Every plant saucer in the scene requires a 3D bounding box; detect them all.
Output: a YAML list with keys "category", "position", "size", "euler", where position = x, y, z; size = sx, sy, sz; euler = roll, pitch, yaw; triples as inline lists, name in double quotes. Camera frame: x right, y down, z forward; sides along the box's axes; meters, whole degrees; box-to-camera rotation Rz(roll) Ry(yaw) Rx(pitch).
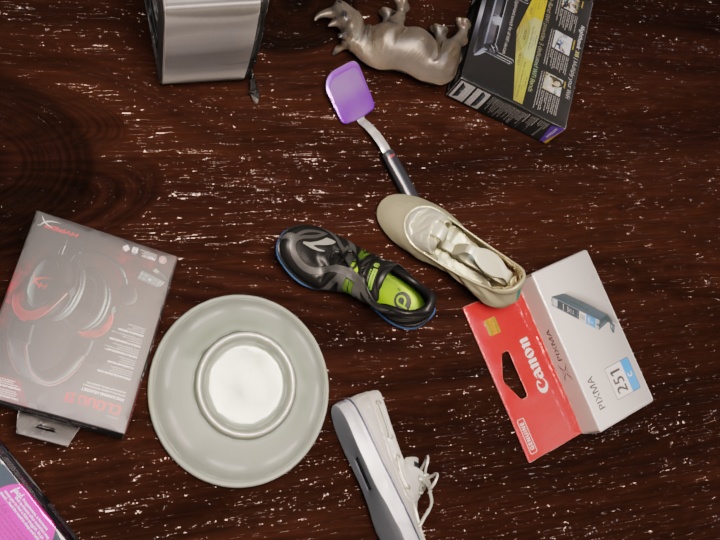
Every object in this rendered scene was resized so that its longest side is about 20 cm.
- category: "plant saucer"
  position: [-0.122, 0.122, 0.851]
  size: [0.195, 0.050, 0.206]
  euler: [5, 75, -18]

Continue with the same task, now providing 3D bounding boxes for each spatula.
- category: "spatula"
  position: [0.022, -0.155, 0.984]
  size: [0.056, 0.021, 0.203]
  euler: [-30, 88, -23]

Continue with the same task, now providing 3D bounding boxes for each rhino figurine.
- category: "rhino figurine"
  position: [0.038, -0.286, 1.002]
  size: [0.195, 0.060, 0.090]
  euler: [12, 78, -12]

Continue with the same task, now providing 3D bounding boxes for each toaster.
- category: "toaster"
  position: [-0.170, -0.309, 0.877]
  size: [0.116, 0.181, 0.205]
  euler: [-10, 78, -17]

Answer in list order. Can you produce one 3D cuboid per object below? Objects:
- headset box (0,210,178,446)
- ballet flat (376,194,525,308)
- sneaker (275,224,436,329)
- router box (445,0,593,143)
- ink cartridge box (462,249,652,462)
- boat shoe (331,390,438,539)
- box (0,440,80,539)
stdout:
- category: "headset box"
  position: [-0.279, 0.066, 0.799]
  size: [0.145, 0.075, 0.205]
  euler: [18, 71, -13]
- category: "ballet flat"
  position: [0.107, -0.030, 0.941]
  size: [0.198, 0.070, 0.070]
  euler: [33, 69, 2]
- category: "sneaker"
  position: [0.000, 0.000, 0.904]
  size: [0.196, 0.083, 0.072]
  euler: [27, 69, -10]
- category: "router box"
  position: [0.210, -0.292, 1.064]
  size: [0.154, 0.052, 0.204]
  euler: [22, 70, -12]
- category: "ink cartridge box"
  position: [0.240, 0.101, 0.979]
  size: [0.173, 0.045, 0.204]
  euler: [-21, 83, -23]
- category: "boat shoe"
  position: [0.045, 0.224, 0.874]
  size: [0.084, 0.075, 0.205]
  euler: [-19, 73, -24]
- category: "box"
  position: [-0.346, 0.232, 0.715]
  size: [0.132, 0.115, 0.201]
  euler: [-40, 89, -21]
